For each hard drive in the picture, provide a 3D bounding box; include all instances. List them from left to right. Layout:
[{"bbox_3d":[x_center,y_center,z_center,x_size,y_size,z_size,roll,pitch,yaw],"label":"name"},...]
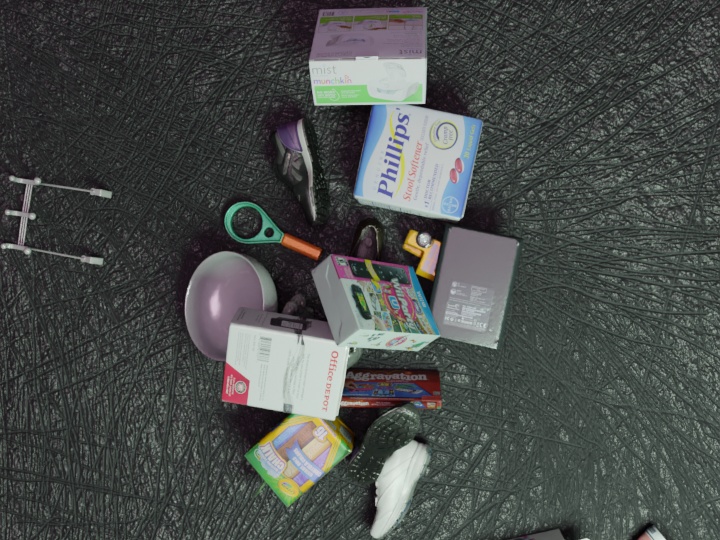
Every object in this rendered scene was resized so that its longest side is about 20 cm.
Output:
[{"bbox_3d":[0.199,0.027,1.230,0.139,0.033,0.201,12,95,5],"label":"hard drive"}]

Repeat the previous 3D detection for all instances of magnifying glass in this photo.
[{"bbox_3d":[-0.168,-0.070,1.331,0.199,0.022,0.080,24,92,4],"label":"magnifying glass"}]

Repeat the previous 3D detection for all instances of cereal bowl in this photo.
[{"bbox_3d":[-0.229,0.067,1.290,0.199,0.083,0.201,-3,85,31],"label":"cereal bowl"}]

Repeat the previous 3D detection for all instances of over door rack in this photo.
[{"bbox_3d":[-0.596,-0.100,1.344,0.199,0.067,0.149,9,92,5],"label":"over door rack"}]

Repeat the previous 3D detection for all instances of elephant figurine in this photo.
[{"bbox_3d":[-0.062,0.143,1.266,0.199,0.155,0.142,27,58,4],"label":"elephant figurine"}]

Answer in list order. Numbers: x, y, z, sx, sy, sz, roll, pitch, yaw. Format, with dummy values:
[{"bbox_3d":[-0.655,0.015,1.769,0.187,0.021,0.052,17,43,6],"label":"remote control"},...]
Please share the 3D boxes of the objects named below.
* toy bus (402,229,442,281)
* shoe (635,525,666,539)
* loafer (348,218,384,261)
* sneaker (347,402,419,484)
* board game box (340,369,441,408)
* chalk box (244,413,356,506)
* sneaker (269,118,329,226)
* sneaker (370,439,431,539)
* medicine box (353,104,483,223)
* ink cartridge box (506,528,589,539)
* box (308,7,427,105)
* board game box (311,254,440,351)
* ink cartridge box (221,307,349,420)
[{"bbox_3d":[0.170,-0.007,1.281,0.199,0.065,0.079,24,94,4],"label":"toy bus"},{"bbox_3d":[0.563,0.567,1.251,0.091,0.071,0.200,-41,82,5],"label":"shoe"},{"bbox_3d":[0.000,0.000,1.291,0.073,0.071,0.201,6,91,5],"label":"loafer"},{"bbox_3d":[0.038,0.290,1.255,0.076,0.088,0.200,30,120,-10],"label":"sneaker"},{"bbox_3d":[0.047,0.216,1.274,0.199,0.103,0.020,0,112,5],"label":"board game box"},{"bbox_3d":[-0.124,0.336,1.278,0.200,0.124,0.124,-40,87,3],"label":"chalk box"},{"bbox_3d":[-0.118,-0.176,1.303,0.087,0.076,0.201,-12,84,18],"label":"sneaker"},{"bbox_3d":[0.061,0.403,1.298,0.087,0.075,0.201,23,86,16],"label":"sneaker"},{"bbox_3d":[0.104,-0.197,1.266,0.199,0.103,0.183,12,91,4],"label":"medicine box"},{"bbox_3d":[0.326,0.551,1.268,0.199,0.068,0.116,-14,89,5],"label":"ink cartridge box"},{"bbox_3d":[0.019,-0.383,1.231,0.199,0.097,0.177,0,49,4],"label":"box"},{"bbox_3d":[0.028,0.057,1.182,0.064,0.199,0.148,-40,58,33],"label":"board game box"},{"bbox_3d":[-0.123,0.157,1.176,0.199,0.083,0.146,10,107,-1],"label":"ink cartridge box"}]
